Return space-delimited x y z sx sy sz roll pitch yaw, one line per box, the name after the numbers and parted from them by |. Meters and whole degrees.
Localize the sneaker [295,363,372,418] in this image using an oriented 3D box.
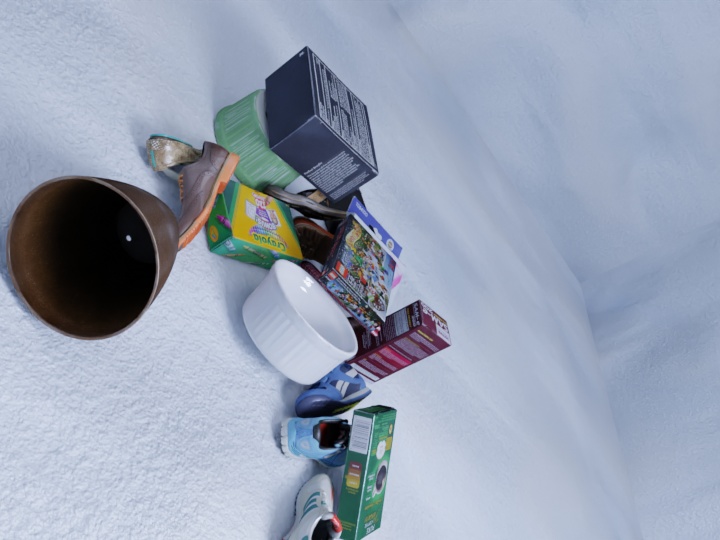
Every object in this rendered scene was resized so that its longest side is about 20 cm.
-0.058 0.209 1.263 0.083 0.073 0.199 60 24 16 | sneaker

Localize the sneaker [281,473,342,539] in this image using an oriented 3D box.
-0.057 0.375 1.077 0.071 0.092 0.200 56 26 -12 | sneaker

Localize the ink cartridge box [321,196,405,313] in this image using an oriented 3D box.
0.020 -0.026 1.578 0.196 0.043 0.203 43 58 -35 | ink cartridge box

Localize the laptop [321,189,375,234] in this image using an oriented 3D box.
-0.020 -0.093 1.689 0.200 0.101 0.181 67 4 -74 | laptop

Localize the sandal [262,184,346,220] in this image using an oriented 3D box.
-0.104 -0.141 1.424 0.197 0.081 0.056 18 80 -35 | sandal

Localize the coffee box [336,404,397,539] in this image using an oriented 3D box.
0.010 0.328 1.184 0.123 0.043 0.206 14 84 -69 | coffee box

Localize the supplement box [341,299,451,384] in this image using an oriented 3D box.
0.066 0.142 1.408 0.108 0.197 0.062 36 35 -43 | supplement box

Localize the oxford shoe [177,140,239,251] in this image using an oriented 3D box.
-0.265 -0.118 1.149 0.072 0.071 0.203 30 58 -13 | oxford shoe

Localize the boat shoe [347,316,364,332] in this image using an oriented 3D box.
0.031 0.125 1.507 0.199 0.071 0.074 24 45 -53 | boat shoe

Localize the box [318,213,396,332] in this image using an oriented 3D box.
0.000 0.000 1.322 0.137 0.037 0.201 46 28 -18 | box

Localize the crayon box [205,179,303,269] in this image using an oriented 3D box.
-0.192 -0.078 1.285 0.199 0.057 0.121 19 49 -56 | crayon box

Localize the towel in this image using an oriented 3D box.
-0.041 0.047 1.368 0.144 0.023 0.200 45 -4 -21 | towel

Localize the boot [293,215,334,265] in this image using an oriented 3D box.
-0.058 -0.043 1.445 0.198 0.076 0.108 34 11 -20 | boot

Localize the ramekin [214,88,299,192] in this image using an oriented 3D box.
-0.183 -0.255 1.423 0.200 0.096 0.203 43 32 -35 | ramekin

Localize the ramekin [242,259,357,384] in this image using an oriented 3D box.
-0.104 0.090 1.199 0.200 0.097 0.201 45 14 -14 | ramekin

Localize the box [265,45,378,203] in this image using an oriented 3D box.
-0.077 -0.278 1.390 0.198 0.122 0.204 37 34 -43 | box

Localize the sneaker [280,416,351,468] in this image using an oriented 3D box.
-0.041 0.281 1.188 0.198 0.088 0.080 20 61 -53 | sneaker

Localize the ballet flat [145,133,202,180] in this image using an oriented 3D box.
-0.285 -0.179 1.219 0.198 0.069 0.067 3 90 -59 | ballet flat

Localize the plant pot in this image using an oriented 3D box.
-0.308 -0.034 0.918 0.189 0.184 0.200 59 11 -8 | plant pot
